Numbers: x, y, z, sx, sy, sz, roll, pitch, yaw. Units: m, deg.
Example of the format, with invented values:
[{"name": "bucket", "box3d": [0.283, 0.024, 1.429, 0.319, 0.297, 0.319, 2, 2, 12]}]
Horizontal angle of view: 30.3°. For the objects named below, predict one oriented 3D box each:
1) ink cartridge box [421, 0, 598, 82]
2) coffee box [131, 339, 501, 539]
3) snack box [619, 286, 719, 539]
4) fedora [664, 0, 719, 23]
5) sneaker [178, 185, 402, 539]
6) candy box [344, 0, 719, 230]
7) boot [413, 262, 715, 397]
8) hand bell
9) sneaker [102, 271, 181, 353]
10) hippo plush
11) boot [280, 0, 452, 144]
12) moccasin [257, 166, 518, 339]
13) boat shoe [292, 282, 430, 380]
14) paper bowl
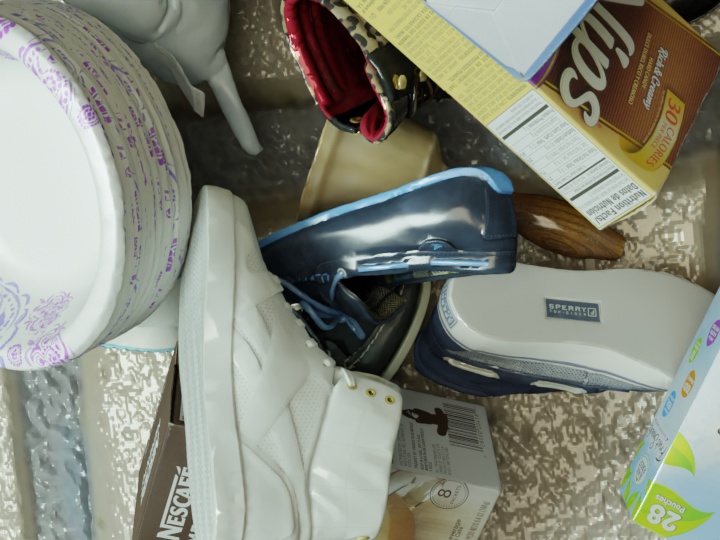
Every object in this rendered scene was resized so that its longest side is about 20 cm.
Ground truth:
[{"name": "ink cartridge box", "box3d": [0.127, -0.205, 0.634, 0.076, 0.136, 0.201, 38, 69, -2]}, {"name": "coffee box", "box3d": [-0.030, 0.127, 0.800, 0.197, 0.080, 0.116, 12, 123, -12]}, {"name": "snack box", "box3d": [0.263, 0.079, 0.737, 0.167, 0.068, 0.202, 24, 100, 1]}, {"name": "fedora", "box3d": [0.146, -0.234, 0.769, 0.197, 0.092, 0.204, 1, 96, 14]}, {"name": "sneaker", "box3d": [-0.037, 0.052, 0.722, 0.114, 0.074, 0.203, 1, 68, -19]}, {"name": "candy box", "box3d": [0.097, -0.134, 0.727, 0.199, 0.117, 0.056, 40, 148, -11]}, {"name": "boot", "box3d": [0.134, 0.045, 0.818, 0.197, 0.091, 0.074, 12, 62, -10]}, {"name": "hand bell", "box3d": [0.069, -0.046, 0.822, 0.197, 0.104, 0.106, 21, 100, -1]}, {"name": "sneaker", "box3d": [-0.204, 0.005, 0.870, 0.197, 0.076, 0.082, 5, 94, -17]}, {"name": "hippo plush", "box3d": [-0.110, -0.211, 0.802, 0.200, 0.159, 0.161, 40, 92, 26]}, {"name": "boot", "box3d": [0.056, -0.110, 0.770, 0.202, 0.150, 0.073, 57, 142, 3]}, {"name": "moccasin", "box3d": [0.000, 0.000, 0.761, 0.198, 0.080, 0.069, -21, 79, 40]}, {"name": "boat shoe", "box3d": [-0.039, 0.060, 0.847, 0.199, 0.066, 0.075, -44, 42, 20]}, {"name": "paper bowl", "box3d": [-0.182, -0.054, 0.762, 0.198, 0.104, 0.204, 12, 113, 29]}]
